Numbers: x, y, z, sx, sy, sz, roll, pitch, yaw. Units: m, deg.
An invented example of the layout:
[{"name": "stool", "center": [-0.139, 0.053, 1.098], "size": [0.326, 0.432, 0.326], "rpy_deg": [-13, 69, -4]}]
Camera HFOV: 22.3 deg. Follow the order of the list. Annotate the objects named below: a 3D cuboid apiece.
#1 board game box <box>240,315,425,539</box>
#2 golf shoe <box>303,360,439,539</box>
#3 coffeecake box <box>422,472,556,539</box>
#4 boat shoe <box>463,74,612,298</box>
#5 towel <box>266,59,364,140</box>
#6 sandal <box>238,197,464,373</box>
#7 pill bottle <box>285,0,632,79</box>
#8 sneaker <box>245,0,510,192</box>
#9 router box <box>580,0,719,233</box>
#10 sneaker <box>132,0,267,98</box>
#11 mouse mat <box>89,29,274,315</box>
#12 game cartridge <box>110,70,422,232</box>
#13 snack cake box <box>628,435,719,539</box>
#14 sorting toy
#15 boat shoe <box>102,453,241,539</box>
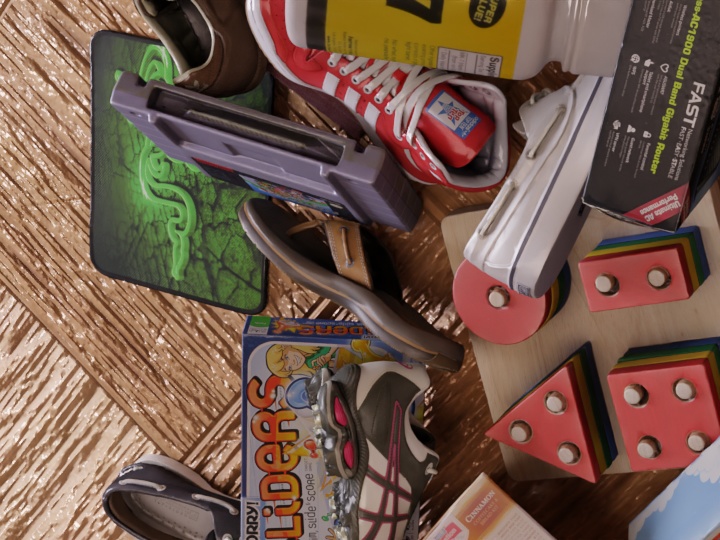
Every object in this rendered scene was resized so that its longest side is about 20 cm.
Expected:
[{"name": "board game box", "center": [-0.021, 0.134, 1.347], "size": [0.134, 0.035, 0.202], "rpy_deg": [2, 112, 3]}, {"name": "golf shoe", "center": [0.018, 0.157, 1.296], "size": [0.087, 0.077, 0.201], "rpy_deg": [-13, 118, -7]}, {"name": "coffeecake box", "center": [0.132, 0.236, 1.258], "size": [0.200, 0.154, 0.073], "rpy_deg": [43, 84, 8]}, {"name": "boat shoe", "center": [0.129, -0.084, 1.160], "size": [0.065, 0.072, 0.201], "rpy_deg": [26, 96, 18]}, {"name": "towel", "center": [-0.008, -0.208, 1.245], "size": [0.144, 0.023, 0.201], "rpy_deg": [39, 121, 13]}, {"name": "sandal", "center": [0.000, 0.000, 1.279], "size": [0.200, 0.082, 0.055], "rpy_deg": [37, 102, 30]}, {"name": "pill bottle", "center": [0.061, -0.176, 1.088], "size": [0.198, 0.114, 0.115], "rpy_deg": [8, 114, 3]}, {"name": "sneaker", "center": [0.019, -0.121, 1.170], "size": [0.200, 0.071, 0.112], "rpy_deg": [41, 170, -30]}, {"name": "router box", "center": [0.201, -0.140, 1.080], "size": [0.062, 0.150, 0.201], "rpy_deg": [20, 118, 17]}, {"name": "sneaker", "center": [-0.127, -0.215, 1.258], "size": [0.070, 0.075, 0.201], "rpy_deg": [-28, 83, 36]}, {"name": "mouse mat", "center": [-0.137, -0.072, 1.375], "size": [0.160, 0.008, 0.202], "rpy_deg": [14, 114, 23]}, {"name": "game cartridge", "center": [-0.062, -0.078, 1.262], "size": [0.199, 0.130, 0.039], "rpy_deg": [18, 77, 18]}, {"name": "snack cake box", "center": [0.265, 0.157, 1.158], "size": [0.114, 0.068, 0.200], "rpy_deg": [21, 138, -13]}, {"name": "sorting toy", "center": [0.157, 0.050, 1.227], "size": [0.197, 0.070, 0.201], "rpy_deg": [-8, 105, 31]}, {"name": "boat shoe", "center": [-0.111, 0.207, 1.435], "size": [0.199, 0.060, 0.074], "rpy_deg": [26, 116, 16]}]
